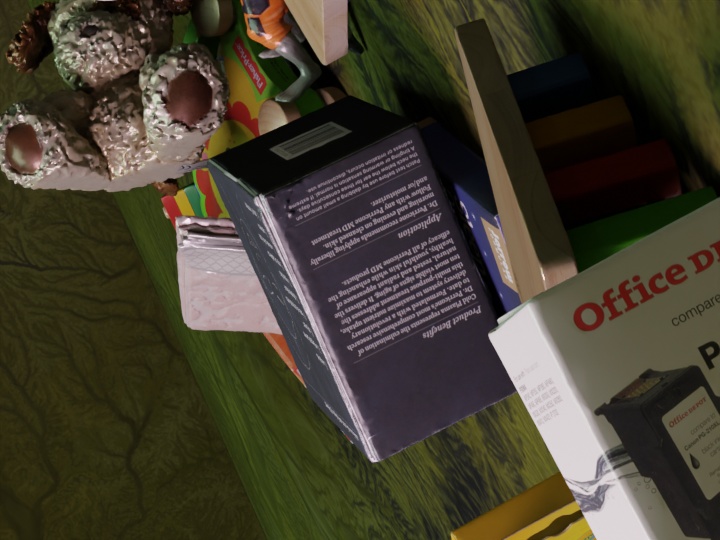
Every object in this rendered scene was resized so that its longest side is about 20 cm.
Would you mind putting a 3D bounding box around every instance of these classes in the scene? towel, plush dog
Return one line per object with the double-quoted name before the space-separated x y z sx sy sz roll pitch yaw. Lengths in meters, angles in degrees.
"towel" -0.049 0.011 1.848 0.191 0.198 0.033 90 -176 -68
"plush dog" -0.190 -0.156 1.827 0.160 0.198 0.173 31 -135 -69

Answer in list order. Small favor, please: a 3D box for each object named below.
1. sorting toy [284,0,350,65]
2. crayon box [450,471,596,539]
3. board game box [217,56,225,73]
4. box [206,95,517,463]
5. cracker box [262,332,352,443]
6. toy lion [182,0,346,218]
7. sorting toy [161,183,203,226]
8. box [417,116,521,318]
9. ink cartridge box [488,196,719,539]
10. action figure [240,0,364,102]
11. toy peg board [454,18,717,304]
"sorting toy" -0.041 -0.264 1.433 0.201 0.069 0.199 60 169 18
"crayon box" 0.133 0.202 1.570 0.051 0.126 0.201 55 166 36
"board game box" -0.077 -0.080 2.136 0.200 0.043 0.200 47 161 57
"box" 0.000 0.000 1.563 0.200 0.123 0.198 -143 30 -73
"cracker box" -0.049 0.070 2.203 0.134 0.058 0.200 51 177 29
"toy lion" -0.093 -0.114 1.860 0.201 0.068 0.192 60 143 21
"sorting toy" -0.168 -0.097 2.288 0.200 0.069 0.200 -87 -25 -86
"box" 0.091 -0.015 1.506 0.200 0.032 0.122 44 158 59
"ink cartridge box" 0.169 0.074 1.013 0.201 0.144 0.084 62 168 6
"action figure" -0.067 -0.242 1.648 0.200 0.104 0.195 -80 -23 -64
"toy peg board" 0.133 -0.009 1.205 0.200 0.097 0.201 -105 -1 -47
